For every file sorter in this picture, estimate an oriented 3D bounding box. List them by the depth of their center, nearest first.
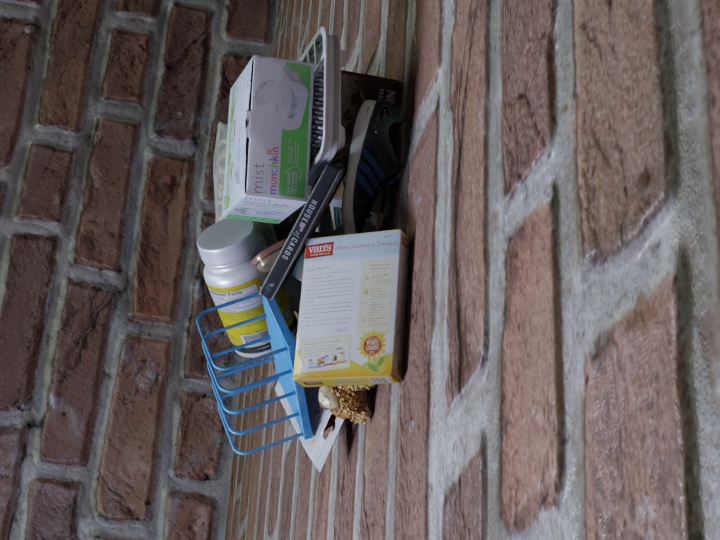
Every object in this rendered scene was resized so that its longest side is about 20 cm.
[{"bbox_3d":[-0.158,0.153,1.719,0.139,0.121,0.201,-121,18,-45],"label":"file sorter"}]

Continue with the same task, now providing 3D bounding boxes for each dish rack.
[{"bbox_3d":[-0.059,-0.229,1.673,0.172,0.043,0.202,140,133,-63],"label":"dish rack"}]

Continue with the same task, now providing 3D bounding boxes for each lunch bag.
[{"bbox_3d":[-0.152,-0.131,1.866,0.163,0.117,0.202,11,95,44],"label":"lunch bag"}]

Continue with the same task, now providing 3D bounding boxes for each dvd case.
[{"bbox_3d":[-0.077,-0.061,1.631,0.201,0.025,0.150,-62,0,9],"label":"dvd case"}]

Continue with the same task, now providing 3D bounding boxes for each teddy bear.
[{"bbox_3d":[-0.026,0.121,1.606,0.067,0.144,0.201,-36,-26,-49],"label":"teddy bear"}]

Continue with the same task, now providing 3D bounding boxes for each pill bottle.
[{"bbox_3d":[-0.177,0.025,1.813,0.115,0.113,0.202,-100,-7,-60],"label":"pill bottle"}]

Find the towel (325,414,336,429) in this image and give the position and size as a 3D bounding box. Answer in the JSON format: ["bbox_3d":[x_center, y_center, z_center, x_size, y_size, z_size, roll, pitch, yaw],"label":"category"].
[{"bbox_3d":[-0.032,0.169,1.792,0.200,0.022,0.146,138,141,-60],"label":"towel"}]

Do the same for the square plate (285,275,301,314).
[{"bbox_3d":[-0.130,0.006,1.976,0.029,0.199,0.198,-50,3,13],"label":"square plate"}]

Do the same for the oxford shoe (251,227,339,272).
[{"bbox_3d":[-0.069,-0.016,1.764,0.070,0.198,0.075,-39,67,55],"label":"oxford shoe"}]

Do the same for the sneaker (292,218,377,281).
[{"bbox_3d":[0.000,0.000,1.684,0.200,0.130,0.080,-34,-24,-53],"label":"sneaker"}]

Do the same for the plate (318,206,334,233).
[{"bbox_3d":[-0.051,-0.008,1.945,0.200,0.025,0.203,172,90,-86],"label":"plate"}]

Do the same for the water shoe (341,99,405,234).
[{"bbox_3d":[0.020,-0.138,1.638,0.072,0.078,0.202,-37,-45,-84],"label":"water shoe"}]

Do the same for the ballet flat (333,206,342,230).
[{"bbox_3d":[-0.022,-0.132,1.884,0.071,0.065,0.202,-116,15,-79],"label":"ballet flat"}]

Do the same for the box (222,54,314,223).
[{"bbox_3d":[-0.136,-0.184,1.668,0.176,0.096,0.202,154,120,-70],"label":"box"}]

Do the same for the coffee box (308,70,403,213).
[{"bbox_3d":[-0.011,-0.199,1.773,0.080,0.112,0.202,-125,44,-75],"label":"coffee box"}]

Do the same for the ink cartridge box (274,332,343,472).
[{"bbox_3d":[-0.057,0.183,1.785,0.200,0.047,0.161,54,130,46],"label":"ink cartridge box"}]

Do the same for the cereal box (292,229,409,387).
[{"bbox_3d":[-0.011,0.049,1.525,0.040,0.142,0.202,42,-131,-58],"label":"cereal box"}]
